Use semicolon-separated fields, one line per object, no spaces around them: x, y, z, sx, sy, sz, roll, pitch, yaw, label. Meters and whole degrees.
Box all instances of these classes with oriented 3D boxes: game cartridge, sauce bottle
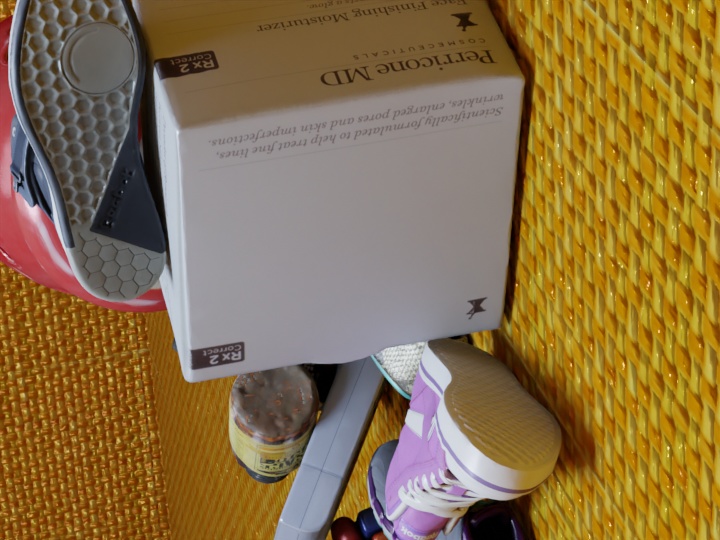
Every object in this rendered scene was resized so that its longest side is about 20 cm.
-0.014;0.116;1.477;0.133;0.041;0.200;97;-167;-62;game cartridge
-0.064;0.115;1.493;0.200;0.066;0.066;96;162;-73;sauce bottle

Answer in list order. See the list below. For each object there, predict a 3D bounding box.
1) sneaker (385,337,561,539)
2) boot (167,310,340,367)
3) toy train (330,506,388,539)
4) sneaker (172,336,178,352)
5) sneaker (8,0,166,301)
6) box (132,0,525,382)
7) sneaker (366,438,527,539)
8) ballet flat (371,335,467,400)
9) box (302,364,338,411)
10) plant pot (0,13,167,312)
0.060;0.120;1.181;0.200;0.073;0.115;-105;35;-78;sneaker
-0.076;0.039;1.652;0.074;0.153;0.204;97;160;-55;boot
0.038;0.212;1.441;0.200;0.084;0.116;101;146;-60;toy train
-0.090;0.008;1.426;0.200;0.076;0.091;-105;20;-76;sneaker
-0.165;-0.101;1.157;0.146;0.077;0.203;-124;26;-59;sneaker
-0.021;-0.060;1.183;0.131;0.198;0.200;-112;17;-44;box
0.069;0.157;1.287;0.200;0.074;0.088;54;143;43;sneaker
0.000;0.000;1.365;0.200;0.068;0.075;44;123;22;ballet flat
-0.033;-0.011;1.518;0.161;0.049;0.200;110;166;-70;box
-0.164;-0.075;1.347;0.182;0.200;0.201;-153;54;-65;plant pot
